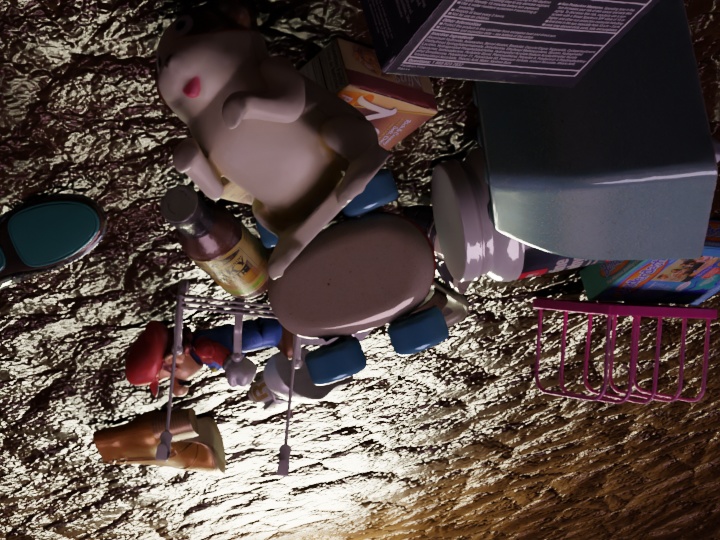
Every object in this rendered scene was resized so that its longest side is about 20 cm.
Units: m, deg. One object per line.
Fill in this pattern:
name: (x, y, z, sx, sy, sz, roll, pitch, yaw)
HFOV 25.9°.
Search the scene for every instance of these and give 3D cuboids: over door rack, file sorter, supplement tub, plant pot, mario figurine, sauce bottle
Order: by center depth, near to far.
plant pot: (0.210, -0.122, 1.460, 0.199, 0.198, 0.196, -8, 156, 3)
sauce bottle: (-0.147, -0.030, 1.586, 0.064, 0.065, 0.200, -20, 155, 11)
supplement tub: (0.184, -0.067, 1.609, 0.199, 0.141, 0.141, -11, 156, -10)
over door rack: (-0.140, 0.117, 1.708, 0.147, 0.201, 0.067, 6, 170, 1)
mario figurine: (-0.171, 0.106, 1.808, 0.199, 0.107, 0.124, -11, 158, -7)
file sorter: (0.338, 0.104, 2.021, 0.199, 0.126, 0.139, 3, -179, -36)

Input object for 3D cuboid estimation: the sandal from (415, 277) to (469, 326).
sandal: (0.068, 0.044, 1.825, 0.080, 0.058, 0.200, -31, 152, 30)

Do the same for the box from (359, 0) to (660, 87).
box: (0.130, -0.249, 1.205, 0.199, 0.124, 0.198, -1, 153, -33)

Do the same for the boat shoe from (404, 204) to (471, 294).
boat shoe: (0.094, -0.030, 1.763, 0.062, 0.073, 0.200, 24, 171, 19)

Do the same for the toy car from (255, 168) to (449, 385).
toy car: (0.000, 0.000, 1.664, 0.176, 0.185, 0.200, -20, -177, 9)

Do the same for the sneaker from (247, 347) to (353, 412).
sneaker: (-0.097, 0.145, 1.946, 0.115, 0.074, 0.200, -24, 169, 20)

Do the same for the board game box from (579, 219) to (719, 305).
board game box: (0.399, -0.010, 1.973, 0.199, 0.045, 0.152, 3, 151, -35)

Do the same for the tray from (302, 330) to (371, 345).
tray: (-0.005, 0.036, 1.862, 0.107, 0.022, 0.200, 1, 151, -31)

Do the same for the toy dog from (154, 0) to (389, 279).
toy dog: (-0.077, -0.132, 1.267, 0.139, 0.200, 0.194, -41, -171, 41)

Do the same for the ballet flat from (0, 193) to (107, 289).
ballet flat: (-0.326, -0.024, 1.510, 0.199, 0.075, 0.074, -19, 156, 13)

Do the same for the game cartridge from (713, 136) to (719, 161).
game cartridge: (0.299, -0.096, 1.745, 0.133, 0.042, 0.200, 1, 151, -42)

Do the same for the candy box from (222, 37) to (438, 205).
candy box: (-0.039, -0.128, 1.449, 0.115, 0.056, 0.200, 10, 145, -43)

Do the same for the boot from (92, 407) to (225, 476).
boot: (-0.268, 0.236, 2.095, 0.143, 0.071, 0.201, -12, 153, 8)
